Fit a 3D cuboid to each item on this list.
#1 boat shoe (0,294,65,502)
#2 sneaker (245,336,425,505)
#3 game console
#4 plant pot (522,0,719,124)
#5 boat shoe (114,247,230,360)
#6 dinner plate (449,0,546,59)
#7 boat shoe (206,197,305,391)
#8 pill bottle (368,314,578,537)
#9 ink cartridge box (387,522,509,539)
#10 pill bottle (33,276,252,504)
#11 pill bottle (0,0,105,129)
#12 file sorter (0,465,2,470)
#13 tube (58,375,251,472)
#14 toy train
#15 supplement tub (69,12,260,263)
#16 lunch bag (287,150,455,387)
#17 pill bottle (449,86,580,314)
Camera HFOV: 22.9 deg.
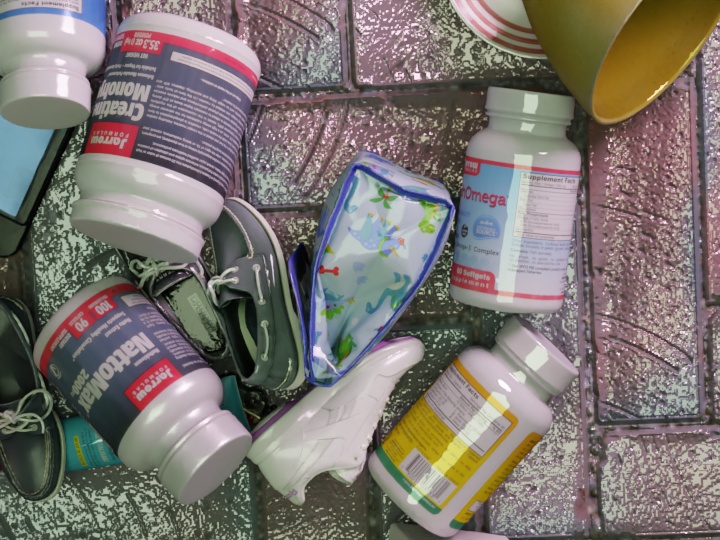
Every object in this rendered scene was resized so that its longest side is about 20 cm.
[{"bbox_3d":[-0.326,0.122,1.687,0.074,0.062,0.202,-7,88,4],"label":"boat shoe"},{"bbox_3d":[-0.011,0.141,1.690,0.199,0.075,0.100,-37,90,-10],"label":"sneaker"},{"bbox_3d":[-0.377,-0.129,1.678,0.175,0.116,0.201,26,98,1],"label":"game console"},{"bbox_3d":[0.223,-0.253,1.582,0.142,0.200,0.200,42,98,23],"label":"plant pot"},{"bbox_3d":[-0.186,0.002,1.703,0.073,0.068,0.200,-30,93,6],"label":"boat shoe"},{"bbox_3d":[0.172,-0.300,1.670,0.198,0.024,0.202,1,97,4],"label":"dinner plate"},{"bbox_3d":[-0.109,0.019,1.667,0.073,0.061,0.201,-39,63,41],"label":"boat shoe"},{"bbox_3d":[0.109,0.143,1.676,0.113,0.113,0.200,41,97,-1],"label":"pill bottle"},{"bbox_3d":[0.094,0.322,1.664,0.124,0.200,0.130,9,97,-15],"label":"ink cartridge box"},{"bbox_3d":[-0.197,0.113,1.642,0.200,0.119,0.120,44,97,18],"label":"pill bottle"},{"bbox_3d":[-0.289,-0.237,1.632,0.111,0.112,0.202,-4,74,4],"label":"pill bottle"},{"bbox_3d":[-0.427,0.108,1.695,0.124,0.139,0.202,-6,96,6],"label":"file sorter"},{"bbox_3d":[-0.205,0.154,1.723,0.198,0.050,0.078,-12,115,9],"label":"tube"},{"bbox_3d":[-0.117,0.131,1.729,0.199,0.034,0.046,29,101,1],"label":"toy train"},{"bbox_3d":[-0.180,-0.121,1.631,0.139,0.140,0.202,15,79,2],"label":"supplement tub"},{"bbox_3d":[0.000,0.000,1.639,0.127,0.170,0.201,21,99,0],"label":"lunch bag"},{"bbox_3d":[0.146,-0.066,1.654,0.108,0.109,0.202,7,96,3],"label":"pill bottle"}]
